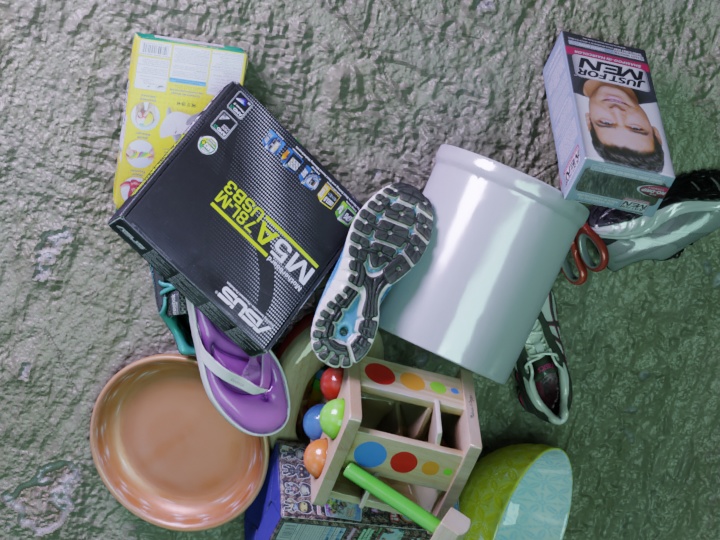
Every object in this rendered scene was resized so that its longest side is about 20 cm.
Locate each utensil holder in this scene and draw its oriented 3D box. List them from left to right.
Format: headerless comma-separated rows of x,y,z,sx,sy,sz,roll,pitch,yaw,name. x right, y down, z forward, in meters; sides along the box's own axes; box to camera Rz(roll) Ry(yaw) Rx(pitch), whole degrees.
0.119,-0.005,1.686,0.169,0.170,0.201,25,88,-17,utensil holder

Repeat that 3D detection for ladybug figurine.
-0.045,0.116,1.749,0.135,0.072,0.201,-1,122,-35,ladybug figurine

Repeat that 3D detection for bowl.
0.145,0.277,1.819,0.107,0.200,0.201,16,108,30,bowl

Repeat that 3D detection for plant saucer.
-0.190,0.181,1.747,0.199,0.037,0.201,4,108,12,plant saucer

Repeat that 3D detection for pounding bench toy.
0.026,0.188,1.624,0.155,0.200,0.125,15,123,-12,pounding bench toy

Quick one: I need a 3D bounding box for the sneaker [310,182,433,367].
0.000,0.000,1.636,0.078,0.090,0.201,32,82,-12,sneaker

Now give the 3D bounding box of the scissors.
0.220,-0.084,1.777,0.014,0.073,0.201,-17,89,-34,scissors

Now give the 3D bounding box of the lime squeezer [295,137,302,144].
0.007,-0.071,1.743,0.199,0.038,0.071,20,70,-15,lime squeezer

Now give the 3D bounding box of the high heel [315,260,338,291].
-0.070,0.038,1.693,0.142,0.071,0.201,18,78,6,high heel

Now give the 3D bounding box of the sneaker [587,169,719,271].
0.349,-0.055,1.792,0.199,0.074,0.080,-15,118,1,sneaker

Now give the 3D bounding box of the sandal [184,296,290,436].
-0.126,0.081,1.638,0.082,0.050,0.203,-28,107,-17,sandal

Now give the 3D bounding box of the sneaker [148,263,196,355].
-0.181,0.004,1.663,0.077,0.091,0.201,-11,129,6,sneaker

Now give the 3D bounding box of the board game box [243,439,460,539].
-0.012,0.274,1.764,0.199,0.097,0.160,8,139,-16,board game box

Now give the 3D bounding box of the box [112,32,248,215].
-0.187,-0.135,1.675,0.117,0.048,0.201,7,103,-14,box

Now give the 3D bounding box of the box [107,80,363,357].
-0.117,-0.051,1.614,0.200,0.047,0.193,45,61,-14,box

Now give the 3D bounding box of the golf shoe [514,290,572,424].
0.192,0.073,1.788,0.077,0.088,0.201,-21,107,-2,golf shoe

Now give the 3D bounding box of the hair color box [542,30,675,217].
0.251,-0.152,1.669,0.098,0.201,0.061,10,135,-13,hair color box
